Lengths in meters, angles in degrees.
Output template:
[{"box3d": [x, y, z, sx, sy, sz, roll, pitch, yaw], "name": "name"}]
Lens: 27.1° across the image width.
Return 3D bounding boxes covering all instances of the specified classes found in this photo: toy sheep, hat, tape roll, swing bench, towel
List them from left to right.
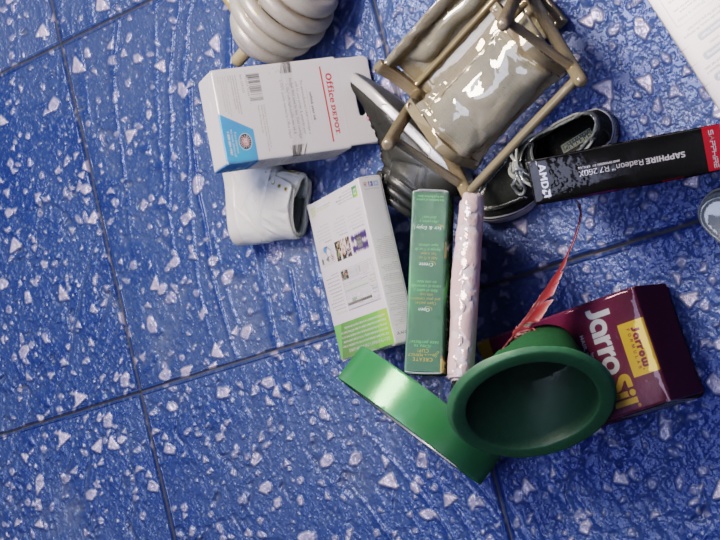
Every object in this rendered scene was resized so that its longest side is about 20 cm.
[{"box3d": [-0.100, -0.320, 1.814, 0.200, 0.138, 0.138, -46, 68, 41], "name": "toy sheep"}, {"box3d": [0.068, 0.162, 1.678, 0.200, 0.200, 0.048, 35, 84, 26], "name": "tape roll"}, {"box3d": [0.115, 0.032, 1.639, 0.032, 0.191, 0.200, 3, 79, 4], "name": "towel"}, {"box3d": [0.128, -0.220, 1.655, 0.199, 0.130, 0.200, -46, 25, 26], "name": "swing bench"}, {"box3d": [0.183, 0.074, 1.574, 0.200, 0.166, 0.176, -23, 41, 19], "name": "hat"}]

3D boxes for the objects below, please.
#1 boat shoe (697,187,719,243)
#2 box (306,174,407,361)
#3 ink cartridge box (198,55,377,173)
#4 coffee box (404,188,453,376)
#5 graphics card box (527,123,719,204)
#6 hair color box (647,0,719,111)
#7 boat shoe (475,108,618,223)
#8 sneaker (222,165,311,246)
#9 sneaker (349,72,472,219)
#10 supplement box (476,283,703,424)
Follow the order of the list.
[{"box3d": [0.431, -0.026, 1.521, 0.202, 0.065, 0.075, 36, 109, 26], "name": "boat shoe"}, {"box3d": [0.000, 0.000, 1.776, 0.144, 0.036, 0.200, -22, 78, 61], "name": "box"}, {"box3d": [-0.084, -0.189, 1.803, 0.067, 0.200, 0.116, 157, 104, -69], "name": "ink cartridge box"}, {"box3d": [0.078, 0.018, 1.655, 0.044, 0.123, 0.200, 2, 83, 7], "name": "coffee box"}, {"box3d": [0.278, -0.110, 1.545, 0.200, 0.125, 0.051, -9, 93, 12], "name": "graphics card box"}, {"box3d": [0.376, -0.265, 1.551, 0.099, 0.061, 0.200, -37, 72, 28], "name": "hair color box"}, {"box3d": [0.194, -0.116, 1.666, 0.199, 0.068, 0.074, -28, 77, 30], "name": "boat shoe"}, {"box3d": [-0.114, -0.133, 1.864, 0.115, 0.074, 0.200, -3, 100, 31], "name": "sneaker"}, {"box3d": [0.033, -0.141, 1.764, 0.200, 0.071, 0.099, 48, 110, 17], "name": "sneaker"}, {"box3d": [0.248, 0.107, 1.620, 0.200, 0.103, 0.131, -23, 78, 30], "name": "supplement box"}]
